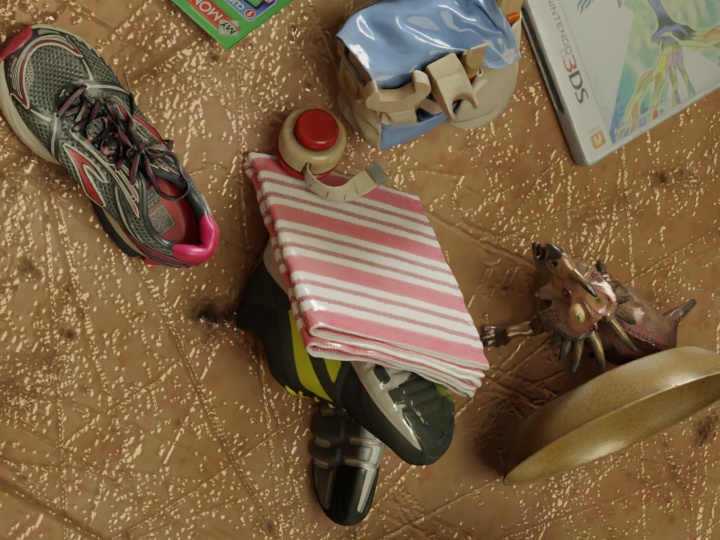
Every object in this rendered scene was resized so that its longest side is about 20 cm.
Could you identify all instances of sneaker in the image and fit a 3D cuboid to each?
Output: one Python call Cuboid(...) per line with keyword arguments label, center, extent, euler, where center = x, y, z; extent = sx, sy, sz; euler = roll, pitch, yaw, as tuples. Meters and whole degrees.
Cuboid(label="sneaker", center=(-0.011, 0.065, 1.677), extent=(0.074, 0.200, 0.085), euler=(-3, 138, -50))
Cuboid(label="sneaker", center=(-0.162, -0.084, 1.616), extent=(0.081, 0.075, 0.200), euler=(-48, 116, -15))
Cuboid(label="sneaker", center=(0.034, 0.087, 1.755), extent=(0.115, 0.075, 0.200), euler=(3, 95, -32))

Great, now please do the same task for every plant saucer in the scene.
Cuboid(label="plant saucer", center=(0.190, 0.102, 1.797), extent=(0.200, 0.200, 0.035), euler=(-17, 75, -27))

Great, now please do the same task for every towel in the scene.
Cuboid(label="towel", center=(0.000, 0.000, 1.671), extent=(0.146, 0.200, 0.030), euler=(16, 124, -30))

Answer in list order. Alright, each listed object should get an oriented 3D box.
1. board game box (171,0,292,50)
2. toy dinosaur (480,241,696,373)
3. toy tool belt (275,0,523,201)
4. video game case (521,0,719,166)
Cuboid(label="board game box", center=(-0.109, -0.248, 1.599), extent=(0.135, 0.029, 0.200), euler=(-33, 123, 28))
Cuboid(label="toy dinosaur", center=(0.184, 0.037, 1.796), extent=(0.200, 0.136, 0.086), euler=(14, 91, -31))
Cuboid(label="toy tool belt", center=(0.032, -0.146, 1.681), extent=(0.200, 0.123, 0.125), euler=(-31, 73, -24))
Cuboid(label="video game case", center=(0.214, -0.204, 1.841), extent=(0.200, 0.022, 0.182), euler=(-31, 112, -22))
